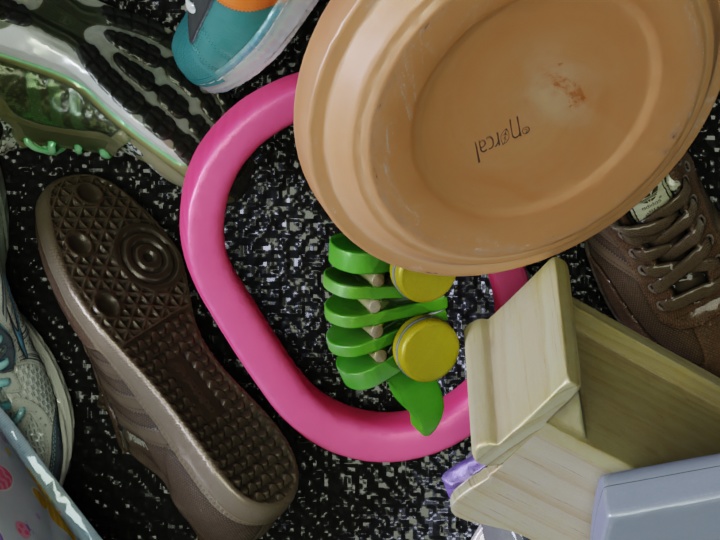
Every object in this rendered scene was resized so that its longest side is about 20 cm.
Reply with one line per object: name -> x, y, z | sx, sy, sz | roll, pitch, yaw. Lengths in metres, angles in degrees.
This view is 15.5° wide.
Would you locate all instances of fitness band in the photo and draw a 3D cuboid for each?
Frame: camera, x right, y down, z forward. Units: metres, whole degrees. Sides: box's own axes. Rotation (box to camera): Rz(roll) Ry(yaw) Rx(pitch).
fitness band -> 0.000, 0.000, 1.261 | 0.143, 0.037, 0.201 | -32, 112, 1

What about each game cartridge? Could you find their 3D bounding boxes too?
game cartridge -> 0.174, 0.156, 1.201 | 0.132, 0.042, 0.201 | -8, 132, 12

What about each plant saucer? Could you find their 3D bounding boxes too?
plant saucer -> 0.069, -0.078, 1.118 | 0.199, 0.032, 0.201 | -14, 132, -16

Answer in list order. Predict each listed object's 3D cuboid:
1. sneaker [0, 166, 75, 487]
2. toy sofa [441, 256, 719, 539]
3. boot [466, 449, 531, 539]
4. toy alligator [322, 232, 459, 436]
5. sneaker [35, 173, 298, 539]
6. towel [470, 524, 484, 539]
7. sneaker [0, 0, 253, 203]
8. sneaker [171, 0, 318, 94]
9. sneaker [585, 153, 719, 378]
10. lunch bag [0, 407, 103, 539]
sneaker -> -0.199, 0.031, 1.287 | 0.077, 0.086, 0.201 | -17, 94, 8
toy sofa -> 0.134, 0.088, 1.217 | 0.199, 0.083, 0.098 | 28, 127, -24
boot -> 0.051, 0.188, 1.259 | 0.131, 0.070, 0.201 | -19, 89, 15
toy alligator -> 0.008, -0.014, 1.201 | 0.054, 0.059, 0.201 | -12, 114, -21
sneaker -> -0.109, 0.050, 1.288 | 0.201, 0.070, 0.076 | 58, 138, 15
towel -> 0.122, 0.212, 1.299 | 0.199, 0.032, 0.192 | 31, 100, 3
sneaker -> -0.143, -0.085, 1.291 | 0.199, 0.077, 0.089 | 34, 130, 0
sneaker -> -0.045, -0.161, 1.206 | 0.080, 0.072, 0.200 | 28, 135, -18
sneaker -> 0.130, -0.028, 1.241 | 0.070, 0.076, 0.201 | -28, 92, 9
lunch bag -> -0.228, 0.147, 1.244 | 0.169, 0.127, 0.201 | -35, 93, 21
